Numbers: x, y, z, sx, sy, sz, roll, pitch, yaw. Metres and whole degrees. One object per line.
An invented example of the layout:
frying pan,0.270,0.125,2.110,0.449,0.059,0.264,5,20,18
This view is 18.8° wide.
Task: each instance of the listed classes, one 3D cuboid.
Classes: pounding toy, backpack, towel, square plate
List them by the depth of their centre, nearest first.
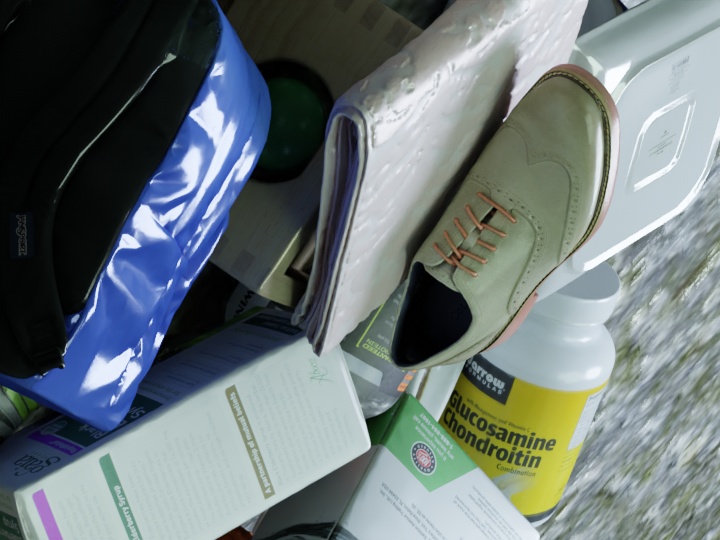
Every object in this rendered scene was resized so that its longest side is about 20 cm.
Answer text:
backpack,-0.139,-0.046,0.999,0.200,0.162,0.168,-65,163,-9
towel,0.042,-0.071,1.116,0.200,0.032,0.191,-42,160,-34
pounding toy,-0.040,-0.094,1.147,0.184,0.142,0.200,-56,163,3
square plate,0.174,-0.083,1.330,0.200,0.028,0.198,-30,144,-41

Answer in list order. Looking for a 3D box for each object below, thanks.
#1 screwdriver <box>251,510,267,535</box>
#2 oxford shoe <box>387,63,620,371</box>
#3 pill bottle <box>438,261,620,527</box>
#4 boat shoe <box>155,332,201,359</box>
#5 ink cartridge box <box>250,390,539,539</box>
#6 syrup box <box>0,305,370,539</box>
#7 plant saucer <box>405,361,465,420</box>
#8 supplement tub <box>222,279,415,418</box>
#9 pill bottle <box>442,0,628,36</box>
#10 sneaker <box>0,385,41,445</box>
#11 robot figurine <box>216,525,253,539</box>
screwdriver,-0.037,0.106,1.445,0.200,0.028,0.029,-64,180,6
oxford shoe,0.073,-0.018,1.130,0.074,0.071,0.200,-31,152,-46
pill bottle,0.119,0.082,1.579,0.112,0.112,0.200,-20,136,-48
boat shoe,-0.114,0.133,1.225,0.072,0.060,0.202,11,75,-25
ink cartridge box,0.005,0.197,1.315,0.147,0.083,0.200,49,51,-24
syrup box,-0.102,0.098,1.150,0.200,0.079,0.082,-27,108,-27
plant saucer,0.042,0.036,1.440,0.200,0.050,0.200,22,90,-80
supplement tub,0.000,0.000,1.294,0.200,0.122,0.122,-57,152,3
pill bottle,0.135,-0.120,1.383,0.116,0.116,0.200,-57,153,3
sneaker,-0.192,0.052,1.116,0.200,0.071,0.083,-23,145,-38
robot figurine,-0.127,0.208,1.327,0.117,0.144,0.200,-44,158,24
